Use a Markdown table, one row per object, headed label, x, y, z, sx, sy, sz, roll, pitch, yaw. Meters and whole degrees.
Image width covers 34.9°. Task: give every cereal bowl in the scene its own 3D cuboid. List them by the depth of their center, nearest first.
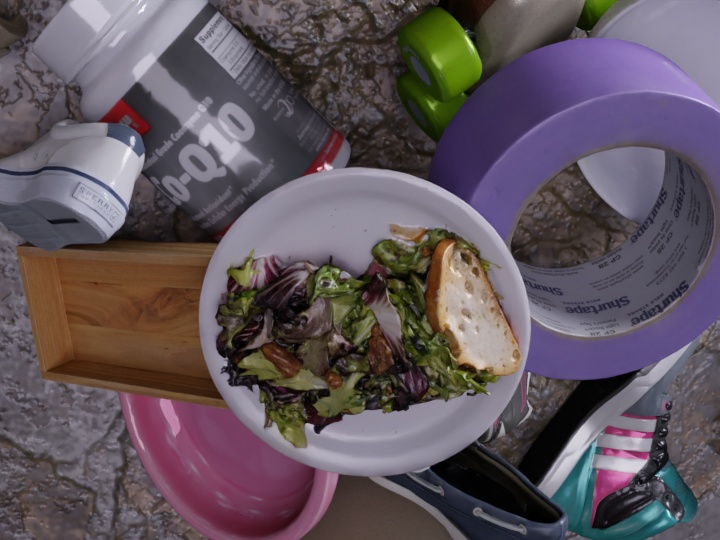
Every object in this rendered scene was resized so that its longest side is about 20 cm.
| label | x | y | z | sx | sy | sz | roll | pitch | yaw |
| --- | --- | --- | --- | --- | --- | --- | --- | --- | --- |
| cereal bowl | 0.243 | -0.121 | 0.778 | 0.198 | 0.084 | 0.202 | 9 | 128 | 12 |

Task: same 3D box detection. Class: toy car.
| label | x | y | z | sx | sy | sz | roll | pitch | yaw |
| --- | --- | --- | --- | --- | --- | --- | --- | --- | --- |
| toy car | 0.059 | -0.222 | 0.758 | 0.164 | 0.158 | 0.201 | -36 | 80 | -6 |

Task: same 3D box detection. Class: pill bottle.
| label | x | y | z | sx | sy | sz | roll | pitch | yaw |
| --- | --- | --- | --- | --- | --- | --- | --- | --- | --- |
| pill bottle | -0.112 | -0.110 | 0.761 | 0.200 | 0.114 | 0.114 | 43 | 98 | -16 |

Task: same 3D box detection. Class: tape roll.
| label | x | y | z | sx | sy | sz | roll | pitch | yaw |
| --- | --- | --- | --- | --- | --- | --- | --- | --- | --- |
| tape roll | 0.145 | -0.036 | 0.721 | 0.197 | 0.085 | 0.202 | -5 | 122 | -8 |

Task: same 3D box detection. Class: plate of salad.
| label | x | y | z | sx | sy | sz | roll | pitch | yaw |
| --- | --- | --- | --- | --- | --- | --- | --- | --- | --- |
| plate of salad | 0.001 | 0.039 | 0.671 | 0.197 | 0.048 | 0.202 | 2 | 114 | 4 |

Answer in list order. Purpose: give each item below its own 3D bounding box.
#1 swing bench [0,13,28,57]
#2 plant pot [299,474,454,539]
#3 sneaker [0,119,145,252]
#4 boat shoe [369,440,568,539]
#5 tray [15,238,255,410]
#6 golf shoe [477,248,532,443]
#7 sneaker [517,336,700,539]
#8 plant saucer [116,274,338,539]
| label | x | y | z | sx | sy | sz | roll | pitch | yaw |
| --- | --- | --- | --- | --- | --- | --- | --- | --- | --- |
| swing bench | -0.349 | -0.177 | 0.708 | 0.198 | 0.130 | 0.201 | -30 | 107 | 2 |
| plant pot | 0.028 | 0.236 | 0.824 | 0.197 | 0.135 | 0.203 | -2 | 106 | -5 |
| sneaker | -0.196 | -0.058 | 0.745 | 0.073 | 0.199 | 0.071 | 44 | 67 | -34 |
| boat shoe | 0.057 | 0.132 | 0.778 | 0.074 | 0.200 | 0.062 | -16 | 133 | -38 |
| tray | -0.149 | 0.031 | 0.772 | 0.198 | 0.037 | 0.100 | 3 | 107 | 37 |
| golf shoe | 0.089 | 0.026 | 0.853 | 0.087 | 0.077 | 0.203 | -2 | 94 | -46 |
| sneaker | 0.221 | 0.135 | 0.882 | 0.120 | 0.084 | 0.201 | 34 | 107 | -9 |
| plant saucer | -0.087 | 0.094 | 0.800 | 0.199 | 0.051 | 0.203 | 15 | 114 | 35 |
